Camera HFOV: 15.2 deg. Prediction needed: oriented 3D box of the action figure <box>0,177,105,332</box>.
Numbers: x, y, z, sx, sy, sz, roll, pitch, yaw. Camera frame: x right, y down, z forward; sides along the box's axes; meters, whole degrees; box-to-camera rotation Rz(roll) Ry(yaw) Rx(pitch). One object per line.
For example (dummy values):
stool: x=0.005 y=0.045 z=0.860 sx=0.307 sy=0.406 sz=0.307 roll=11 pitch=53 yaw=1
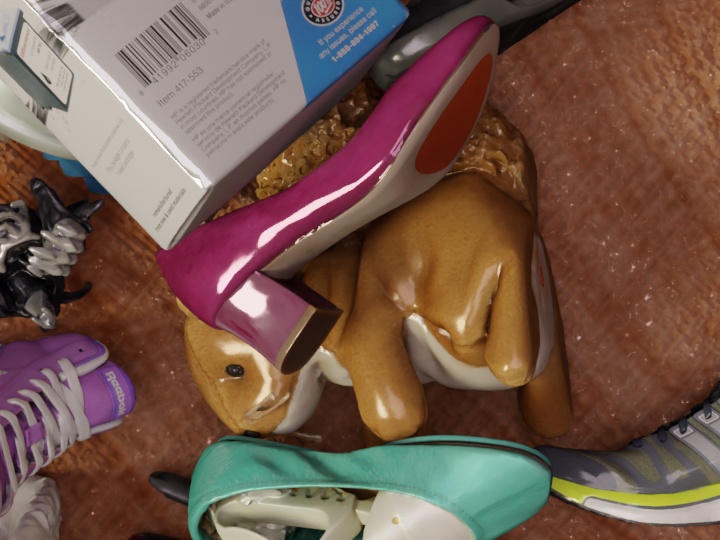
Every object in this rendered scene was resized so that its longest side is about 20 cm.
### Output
action figure: x=-0.198 y=-0.012 z=1.342 sx=0.119 sy=0.102 sz=0.200 roll=-38 pitch=132 yaw=10

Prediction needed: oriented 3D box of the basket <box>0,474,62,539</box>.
basket: x=-0.246 y=0.207 z=1.355 sx=0.200 sy=0.198 sz=0.161 roll=-8 pitch=98 yaw=1

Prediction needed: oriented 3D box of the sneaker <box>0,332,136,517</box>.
sneaker: x=-0.167 y=0.072 z=1.340 sx=0.114 sy=0.200 sz=0.073 roll=-11 pitch=109 yaw=-7

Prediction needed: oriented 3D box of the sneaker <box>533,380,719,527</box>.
sneaker: x=0.184 y=0.091 z=1.406 sx=0.200 sy=0.074 sz=0.081 roll=-1 pitch=88 yaw=-6

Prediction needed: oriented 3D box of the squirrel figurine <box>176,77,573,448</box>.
squirrel figurine: x=0.000 y=0.000 z=1.381 sx=0.186 sy=0.142 sz=0.200 roll=-8 pitch=80 yaw=12

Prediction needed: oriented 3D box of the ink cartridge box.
ink cartridge box: x=-0.101 y=-0.135 z=1.267 sx=0.200 sy=0.086 sz=0.146 roll=46 pitch=61 yaw=4

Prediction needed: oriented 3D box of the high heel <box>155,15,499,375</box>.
high heel: x=-0.018 y=-0.054 z=1.291 sx=0.096 sy=0.067 sz=0.200 roll=38 pitch=94 yaw=23

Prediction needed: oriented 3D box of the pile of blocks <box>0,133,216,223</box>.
pile of blocks: x=-0.150 y=-0.099 z=1.404 sx=0.200 sy=0.082 sz=0.062 roll=40 pitch=51 yaw=-11

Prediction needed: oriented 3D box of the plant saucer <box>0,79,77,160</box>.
plant saucer: x=-0.131 y=-0.154 z=1.345 sx=0.200 sy=0.050 sz=0.200 roll=8 pitch=68 yaw=-21

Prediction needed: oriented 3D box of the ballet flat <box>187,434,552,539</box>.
ballet flat: x=0.000 y=0.122 z=1.321 sx=0.200 sy=0.067 sz=0.070 roll=-1 pitch=50 yaw=30

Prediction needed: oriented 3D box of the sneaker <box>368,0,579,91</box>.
sneaker: x=0.064 y=-0.173 z=1.363 sx=0.199 sy=0.076 sz=0.114 roll=-36 pitch=85 yaw=-18

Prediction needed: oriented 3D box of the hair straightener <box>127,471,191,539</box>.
hair straightener: x=-0.018 y=0.138 z=1.420 sx=0.200 sy=0.041 sz=0.077 roll=16 pitch=95 yaw=-1
